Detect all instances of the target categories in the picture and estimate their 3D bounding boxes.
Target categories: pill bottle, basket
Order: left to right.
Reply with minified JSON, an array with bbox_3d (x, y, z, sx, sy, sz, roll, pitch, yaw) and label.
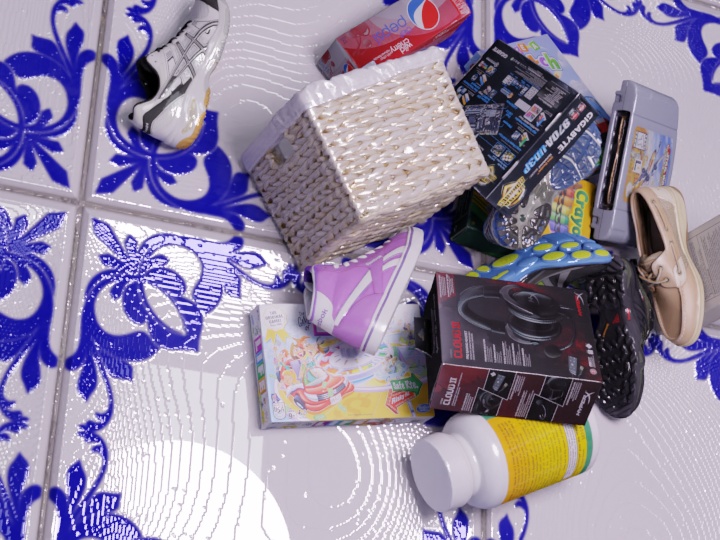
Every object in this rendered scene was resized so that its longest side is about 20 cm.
[{"bbox_3d":[0.003,-0.123,1.499,0.199,0.198,0.162,-21,83,-30],"label":"basket"},{"bbox_3d":[0.161,0.202,1.495,0.199,0.113,0.113,-15,77,-28],"label":"pill bottle"}]

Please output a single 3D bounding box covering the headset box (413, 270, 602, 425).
[{"bbox_3d":[0.156,0.085,1.482,0.199,0.078,0.149,8,41,-7],"label":"headset box"}]

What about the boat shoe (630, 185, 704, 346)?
[{"bbox_3d":[0.368,-0.004,1.631,0.064,0.071,0.201,-2,77,-31],"label":"boat shoe"}]

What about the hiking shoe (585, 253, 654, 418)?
[{"bbox_3d":[0.332,0.080,1.638,0.100,0.075,0.201,2,86,-47],"label":"hiking shoe"}]

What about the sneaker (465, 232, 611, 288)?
[{"bbox_3d":[0.206,0.017,1.591,0.199,0.071,0.083,-24,125,-8],"label":"sneaker"}]

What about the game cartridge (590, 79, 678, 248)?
[{"bbox_3d":[0.352,-0.131,1.687,0.133,0.041,0.201,7,94,-46],"label":"game cartridge"}]

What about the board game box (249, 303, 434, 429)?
[{"bbox_3d":[-0.020,0.106,1.494,0.199,0.034,0.135,0,70,-24],"label":"board game box"}]

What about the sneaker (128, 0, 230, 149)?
[{"bbox_3d":[-0.208,-0.241,1.516,0.087,0.076,0.201,19,64,-17],"label":"sneaker"}]

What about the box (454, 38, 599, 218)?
[{"bbox_3d":[0.166,-0.172,1.562,0.159,0.200,0.046,-48,126,5],"label":"box"}]

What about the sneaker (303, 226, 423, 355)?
[{"bbox_3d":[0.000,0.000,1.499,0.114,0.073,0.201,23,39,5],"label":"sneaker"}]

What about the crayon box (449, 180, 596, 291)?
[{"bbox_3d":[0.219,-0.068,1.659,0.199,0.052,0.126,20,64,-17],"label":"crayon box"}]

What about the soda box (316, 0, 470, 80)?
[{"bbox_3d":[0.044,-0.290,1.652,0.200,0.070,0.064,-36,87,-30],"label":"soda box"}]

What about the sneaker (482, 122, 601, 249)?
[{"bbox_3d":[0.208,-0.109,1.584,0.077,0.085,0.200,44,72,-11],"label":"sneaker"}]

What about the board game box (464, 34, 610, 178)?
[{"bbox_3d":[0.242,-0.206,1.697,0.151,0.037,0.200,-21,70,-42],"label":"board game box"}]

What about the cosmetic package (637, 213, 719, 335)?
[{"bbox_3d":[0.439,0.001,1.648,0.073,0.200,0.104,-5,74,-25],"label":"cosmetic package"}]
